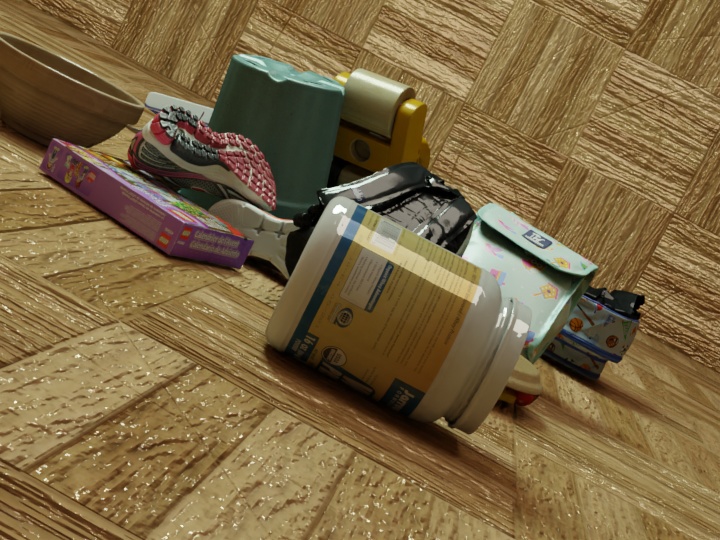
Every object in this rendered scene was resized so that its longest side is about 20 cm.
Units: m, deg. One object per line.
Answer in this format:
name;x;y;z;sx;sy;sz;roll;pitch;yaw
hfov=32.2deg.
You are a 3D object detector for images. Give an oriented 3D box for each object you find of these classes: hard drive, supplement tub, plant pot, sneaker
hard drive;-0.204;-0.193;1.788;0.131;0.026;0.200;19;-7;27
supplement tub;0.033;0.042;1.078;0.199;0.146;0.145;27;7;-1
plant pot;-0.115;-0.156;1.562;0.198;0.198;0.200;16;15;-4
sneaker;-0.173;-0.119;1.416;0.199;0.074;0.081;29;40;-40
plant pot;-0.369;-0.203;1.507;0.199;0.093;0.201;26;8;-4
sneaker;-0.080;-0.026;1.429;0.199;0.078;0.082;28;1;1

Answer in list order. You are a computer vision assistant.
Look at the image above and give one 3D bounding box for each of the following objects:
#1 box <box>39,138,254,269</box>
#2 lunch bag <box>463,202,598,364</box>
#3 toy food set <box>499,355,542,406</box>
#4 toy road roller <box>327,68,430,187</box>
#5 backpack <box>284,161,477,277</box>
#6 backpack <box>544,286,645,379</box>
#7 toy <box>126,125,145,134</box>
box;-0.225;-0.070;1.320;0.199;0.039;0.137;31;8;26
lunch bag;0.186;0.016;1.553;0.170;0.200;0.122;31;-33;16
toy food set;0.112;0.093;1.397;0.197;0.049;0.200;21;11;-42
toy road roller;0.031;-0.174;1.660;0.122;0.202;0.146;24;34;22
backpack;0.028;-0.024;1.332;0.167;0.127;0.200;46;51;7
backpack;0.339;0.077;1.931;0.198;0.155;0.191;22;-1;3
toy;-0.234;-0.137;1.689;0.114;0.048;0.200;21;-8;32
